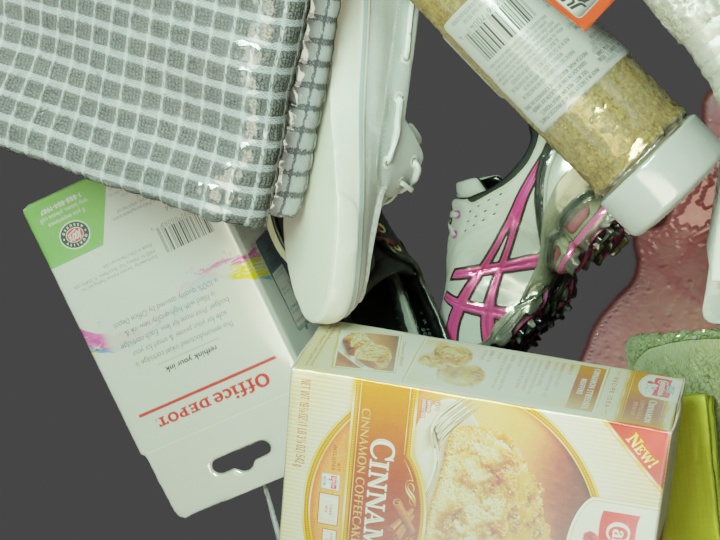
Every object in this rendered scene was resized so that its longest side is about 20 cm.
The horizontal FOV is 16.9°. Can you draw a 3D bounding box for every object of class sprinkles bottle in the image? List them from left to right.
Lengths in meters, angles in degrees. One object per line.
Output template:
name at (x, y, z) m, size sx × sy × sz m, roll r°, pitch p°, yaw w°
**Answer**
sprinkles bottle at (0.100, -0.111, 1.270) m, size 0.200 × 0.068 × 0.068 m, roll 46°, pitch 118°, yaw 2°

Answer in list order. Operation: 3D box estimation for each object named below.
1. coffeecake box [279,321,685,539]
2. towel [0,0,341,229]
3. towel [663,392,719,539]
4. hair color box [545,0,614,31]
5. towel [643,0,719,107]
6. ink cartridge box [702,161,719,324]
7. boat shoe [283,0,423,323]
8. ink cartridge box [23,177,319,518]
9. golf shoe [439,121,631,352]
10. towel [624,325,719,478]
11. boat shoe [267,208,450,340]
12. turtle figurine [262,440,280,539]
coffeecake box at (0.063, 0.123, 1.291) m, size 0.200 × 0.073 × 0.154 m, roll 9°, pitch 113°, yaw 10°
towel at (-0.114, -0.124, 1.272) m, size 0.200 × 0.086 × 0.166 m, roll 17°, pitch 108°, yaw 23°
towel at (0.109, 0.115, 1.356) m, size 0.200 × 0.018 × 0.086 m, roll -5°, pitch 91°, yaw 32°
hair color box at (0.158, -0.223, 1.211) m, size 0.061 × 0.102 × 0.200 m, roll 37°, pitch 118°, yaw -11°
towel at (0.254, -0.149, 1.216) m, size 0.200 × 0.034 × 0.133 m, roll -34°, pitch 83°, yaw 1°
ink cartridge box at (0.250, -0.051, 1.291) m, size 0.116 × 0.067 × 0.200 m, roll 7°, pitch 107°, yaw 5°
boat shoe at (0.001, -0.070, 1.303) m, size 0.068 × 0.200 × 0.072 m, roll 5°, pitch 168°, yaw -25°
ink cartridge box at (-0.091, 0.027, 1.383) m, size 0.117 × 0.067 × 0.200 m, roll -23°, pitch 94°, yaw 21°
golf shoe at (0.083, -0.009, 1.376) m, size 0.092 × 0.073 × 0.200 m, roll 47°, pitch 122°, yaw 15°
towel at (0.237, 0.092, 1.306) m, size 0.200 × 0.036 × 0.148 m, roll -11°, pitch 100°, yaw 42°
boat shoe at (0.002, -0.001, 1.354) m, size 0.063 × 0.074 × 0.201 m, roll -18°, pitch 93°, yaw 52°
turtle figurine at (-0.024, 0.156, 1.444) m, size 0.101 × 0.150 × 0.200 m, roll 7°, pitch 123°, yaw -12°
